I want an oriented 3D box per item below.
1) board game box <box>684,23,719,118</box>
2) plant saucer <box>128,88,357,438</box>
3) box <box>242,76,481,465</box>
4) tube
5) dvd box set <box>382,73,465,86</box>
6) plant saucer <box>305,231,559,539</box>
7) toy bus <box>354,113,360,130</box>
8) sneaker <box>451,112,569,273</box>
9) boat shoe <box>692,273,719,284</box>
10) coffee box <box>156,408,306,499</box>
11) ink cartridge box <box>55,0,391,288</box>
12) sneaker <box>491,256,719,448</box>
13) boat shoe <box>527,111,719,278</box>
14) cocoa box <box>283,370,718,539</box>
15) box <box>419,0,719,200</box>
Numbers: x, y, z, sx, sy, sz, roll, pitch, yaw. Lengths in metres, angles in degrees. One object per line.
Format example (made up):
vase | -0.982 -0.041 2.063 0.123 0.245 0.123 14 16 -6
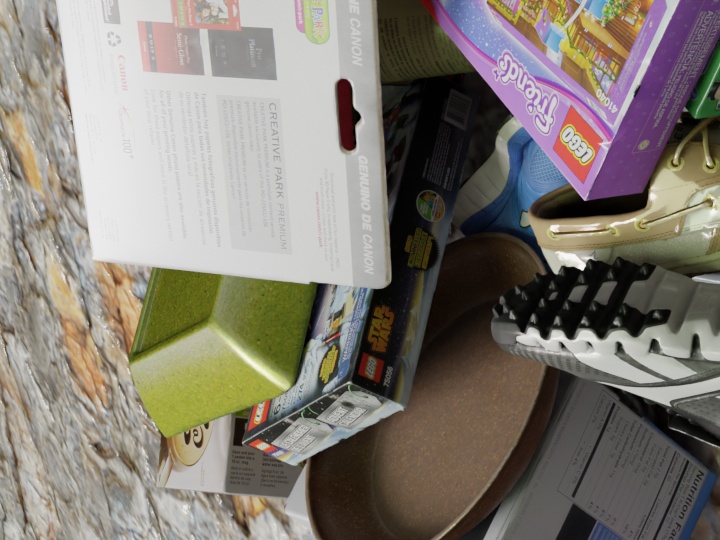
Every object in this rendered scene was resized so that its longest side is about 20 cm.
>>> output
board game box | 0.134 -0.187 0.844 0.200 0.029 0.135 57 146 34
plant saucer | -0.081 -0.012 1.109 0.200 0.048 0.201 -26 47 60
box | 0.000 0.000 1.042 0.040 0.201 0.137 25 151 -19
tube | 0.023 -0.130 0.986 0.199 0.052 0.058 -5 98 23
dvd box set | 0.001 -0.186 0.993 0.200 0.146 0.029 101 167 -45
plant saucer | 0.045 0.075 0.994 0.037 0.201 0.200 31 164 -28
toy bus | -0.003 -0.015 1.184 0.065 0.078 0.201 -11 103 59
sneaker | 0.117 -0.049 0.988 0.089 0.078 0.200 50 156 10
boat shoe | 0.204 0.032 0.901 0.201 0.071 0.070 21 129 50
coffee box | -0.077 0.055 1.266 0.113 0.080 0.201 -6 77 60
ink cartridge box | -0.058 -0.101 0.952 0.175 0.084 0.201 7 120 18
sneaker | 0.155 0.046 0.844 0.199 0.066 0.091 1 121 29
boat shoe | 0.161 -0.040 0.867 0.200 0.074 0.066 -29 109 39
cocoa box | 0.079 0.131 1.069 0.131 0.134 0.200 36 164 -31
box | 0.090 -0.149 0.857 0.200 0.039 0.137 55 140 35
